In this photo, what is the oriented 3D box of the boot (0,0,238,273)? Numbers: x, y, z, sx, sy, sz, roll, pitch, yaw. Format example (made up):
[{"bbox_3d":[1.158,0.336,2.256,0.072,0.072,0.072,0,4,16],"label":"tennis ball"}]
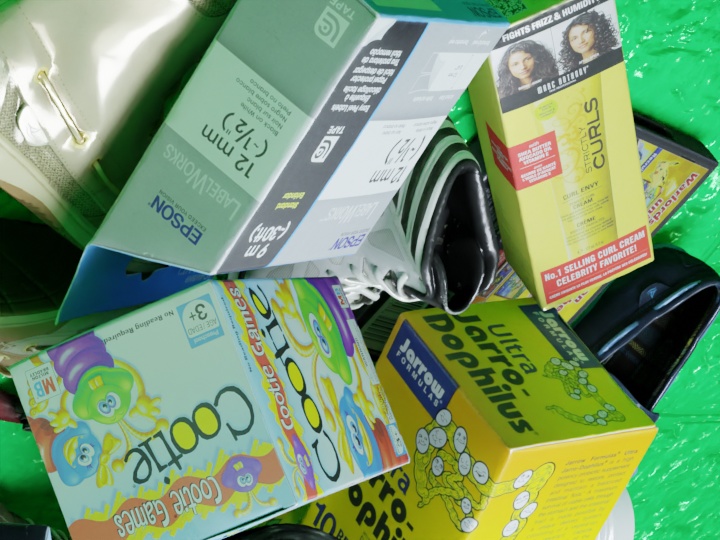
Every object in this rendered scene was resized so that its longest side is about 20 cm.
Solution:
[{"bbox_3d":[-0.091,-0.088,1.031,0.155,0.073,0.200,-40,145,7],"label":"boot"}]

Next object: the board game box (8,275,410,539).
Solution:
[{"bbox_3d":[-0.063,0.068,1.074,0.104,0.104,0.200,-23,175,13],"label":"board game box"}]

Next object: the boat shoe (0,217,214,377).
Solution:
[{"bbox_3d":[-0.154,0.017,1.105,0.199,0.074,0.067,-6,133,-38],"label":"boat shoe"}]

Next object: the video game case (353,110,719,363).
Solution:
[{"bbox_3d":[0.090,-0.016,1.334,0.200,0.026,0.180,-48,146,19],"label":"video game case"}]

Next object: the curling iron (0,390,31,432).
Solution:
[{"bbox_3d":[-0.202,0.055,1.152,0.049,0.026,0.200,-9,159,34],"label":"curling iron"}]

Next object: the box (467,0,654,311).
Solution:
[{"bbox_3d":[0.100,-0.073,1.204,0.075,0.050,0.201,-23,136,-9],"label":"box"}]

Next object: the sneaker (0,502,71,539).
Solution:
[{"bbox_3d":[-0.158,0.168,1.280,0.090,0.067,0.201,-27,132,-1],"label":"sneaker"}]

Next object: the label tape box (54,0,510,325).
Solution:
[{"bbox_3d":[-0.034,-0.047,1.030,0.201,0.066,0.143,-58,161,18],"label":"label tape box"}]

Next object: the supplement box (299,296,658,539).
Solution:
[{"bbox_3d":[0.054,0.127,1.264,0.109,0.109,0.201,-6,133,-39],"label":"supplement box"}]

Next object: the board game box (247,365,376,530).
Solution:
[{"bbox_3d":[-0.003,0.125,1.348,0.200,0.048,0.102,-41,147,2],"label":"board game box"}]

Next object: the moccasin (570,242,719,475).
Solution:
[{"bbox_3d":[0.146,0.070,1.405,0.080,0.068,0.201,34,85,-34],"label":"moccasin"}]

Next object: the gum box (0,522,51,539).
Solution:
[{"bbox_3d":[-0.239,0.195,1.211,0.169,0.045,0.200,5,143,2],"label":"gum box"}]

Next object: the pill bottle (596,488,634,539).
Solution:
[{"bbox_3d":[0.078,0.167,1.484,0.199,0.112,0.112,-4,138,-41],"label":"pill bottle"}]

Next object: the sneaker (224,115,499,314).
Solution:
[{"bbox_3d":[0.000,0.000,1.184,0.075,0.116,0.201,-7,139,-37],"label":"sneaker"}]

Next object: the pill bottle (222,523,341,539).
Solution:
[{"bbox_3d":[-0.049,0.187,1.184,0.111,0.112,0.200,-20,176,-22],"label":"pill bottle"}]
